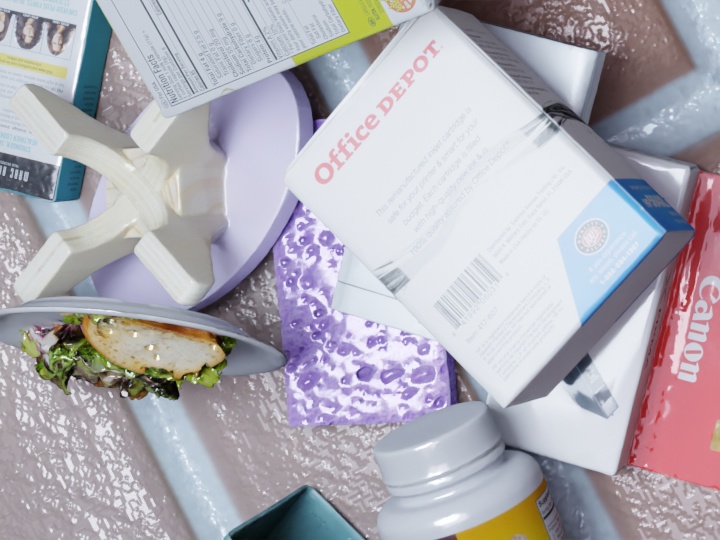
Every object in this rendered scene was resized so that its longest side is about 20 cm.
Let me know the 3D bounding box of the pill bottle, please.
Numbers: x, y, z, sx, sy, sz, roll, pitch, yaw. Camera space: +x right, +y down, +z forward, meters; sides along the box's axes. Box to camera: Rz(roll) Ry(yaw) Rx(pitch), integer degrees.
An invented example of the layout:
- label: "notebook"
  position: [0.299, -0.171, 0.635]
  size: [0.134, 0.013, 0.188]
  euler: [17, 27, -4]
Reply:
- label: "pill bottle"
  position: [0.079, 0.187, 1.510]
  size: [0.109, 0.109, 0.201]
  euler: [-20, 99, 16]

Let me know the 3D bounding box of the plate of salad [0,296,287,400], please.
- label: "plate of salad"
  position: [-0.146, 0.055, 1.534]
  size: [0.199, 0.200, 0.048]
  euler: [2, 78, 15]

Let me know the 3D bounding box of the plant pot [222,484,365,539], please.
- label: "plant pot"
  position: [-0.070, 0.269, 1.564]
  size: [0.141, 0.141, 0.200]
  euler: [45, 111, 9]

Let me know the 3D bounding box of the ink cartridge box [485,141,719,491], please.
- label: "ink cartridge box"
  position: [0.182, 0.030, 1.522]
  size: [0.176, 0.045, 0.201]
  euler: [15, 98, 15]

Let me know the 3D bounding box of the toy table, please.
- label: "toy table"
  position: [-0.131, -0.052, 1.550]
  size: [0.184, 0.117, 0.200]
  euler: [36, 108, 24]

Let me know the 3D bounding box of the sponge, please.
- label: "sponge"
  position: [0.000, 0.000, 1.578]
  size: [0.111, 0.030, 0.201]
  euler: [-4, 92, 16]

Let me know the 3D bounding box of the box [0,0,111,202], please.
- label: "box"
  position: [-0.213, -0.151, 1.616]
  size: [0.082, 0.049, 0.201]
  euler: [14, 97, 14]

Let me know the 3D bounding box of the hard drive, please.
- label: "hard drive"
  position: [0.066, -0.055, 1.520]
  size: [0.131, 0.027, 0.201]
  euler: [17, 97, 21]

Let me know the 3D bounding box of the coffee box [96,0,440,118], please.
- label: "coffee box"
  position: [-0.054, -0.243, 1.434]
  size: [0.197, 0.200, 0.200]
  euler: [-20, 109, 30]

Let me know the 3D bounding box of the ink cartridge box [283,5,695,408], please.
- label: "ink cartridge box"
  position: [0.076, -0.040, 1.457]
  size: [0.200, 0.084, 0.146]
  euler: [46, 108, 15]
